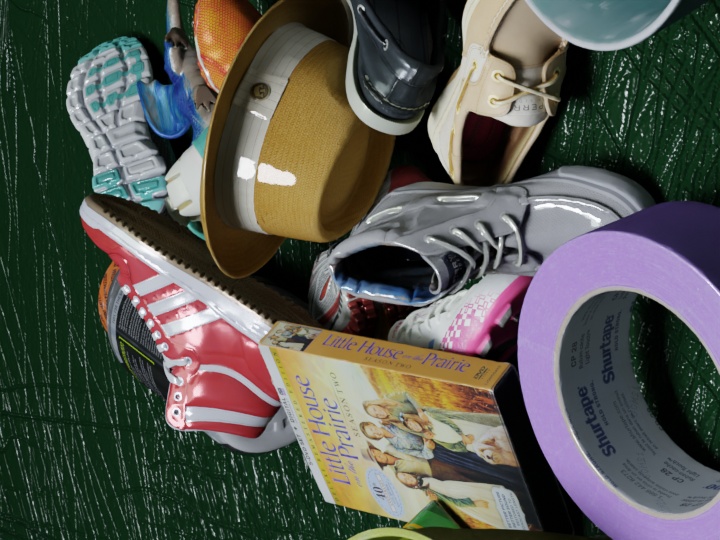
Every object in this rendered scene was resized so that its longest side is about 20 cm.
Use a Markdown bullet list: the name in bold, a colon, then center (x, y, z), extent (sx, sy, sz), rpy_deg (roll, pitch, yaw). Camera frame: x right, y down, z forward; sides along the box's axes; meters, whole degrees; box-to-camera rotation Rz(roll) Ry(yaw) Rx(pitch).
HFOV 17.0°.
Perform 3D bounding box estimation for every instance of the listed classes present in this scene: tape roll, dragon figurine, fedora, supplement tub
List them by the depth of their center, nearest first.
- **tape roll**: center (0.181, 0.065, 1.367), extent (0.200, 0.065, 0.201), rpy_deg (25, 125, 43)
- **fedora**: center (-0.030, -0.083, 1.570), extent (0.082, 0.201, 0.201), rpy_deg (18, 119, 21)
- **supplement tub**: center (-0.113, 0.049, 1.830), extent (0.200, 0.122, 0.123), rpy_deg (31, 125, 51)
- **dragon figurine**: center (-0.134, -0.138, 1.869), extent (0.201, 0.059, 0.099), rpy_deg (65, 146, 21)

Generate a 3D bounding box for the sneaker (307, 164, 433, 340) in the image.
- **sneaker**: center (0.000, 0.000, 1.671), extent (0.082, 0.078, 0.200), rpy_deg (59, 143, 33)

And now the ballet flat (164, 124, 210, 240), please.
- **ballet flat**: center (-0.102, -0.057, 1.693), extent (0.068, 0.070, 0.200), rpy_deg (61, 171, 8)

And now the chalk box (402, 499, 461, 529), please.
- **chalk box**: center (0.057, 0.279, 1.584), extent (0.200, 0.124, 0.125), rpy_deg (47, 143, 6)

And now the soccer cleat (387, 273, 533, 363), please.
- **soccer cleat**: center (0.056, 0.048, 1.589), extent (0.086, 0.070, 0.200), rpy_deg (47, 140, 20)

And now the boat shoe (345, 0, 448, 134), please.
- **boat shoe**: center (0.024, -0.183, 1.547), extent (0.066, 0.074, 0.200), rpy_deg (127, 154, -46)

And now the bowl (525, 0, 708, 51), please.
- **bowl**: center (0.163, -0.224, 1.305), extent (0.201, 0.105, 0.202), rpy_deg (23, 117, 55)

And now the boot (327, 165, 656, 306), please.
- **boot**: center (0.077, -0.011, 1.463), extent (0.199, 0.096, 0.074), rpy_deg (-4, 115, 37)

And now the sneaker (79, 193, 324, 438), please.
- **sneaker**: center (-0.130, 0.038, 1.683), extent (0.200, 0.071, 0.113), rpy_deg (35, 111, 11)

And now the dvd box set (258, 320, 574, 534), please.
- **dvd box set**: center (0.035, 0.109, 1.584), extent (0.199, 0.029, 0.147), rpy_deg (10, 133, 39)

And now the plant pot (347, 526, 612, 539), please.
- **plant pot**: center (0.099, 0.237, 1.447), extent (0.200, 0.192, 0.201), rpy_deg (10, 104, 47)

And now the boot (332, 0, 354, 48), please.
- **boot**: center (-0.030, -0.237, 1.668), extent (0.097, 0.075, 0.201), rpy_deg (-32, 82, 48)

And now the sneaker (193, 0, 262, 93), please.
- **sneaker**: center (-0.055, -0.125, 1.739), extent (0.200, 0.073, 0.077), rpy_deg (59, 146, 12)

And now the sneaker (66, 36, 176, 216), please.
- **sneaker**: center (-0.185, -0.098, 1.955), extent (0.091, 0.077, 0.201), rpy_deg (61, -165, -54)

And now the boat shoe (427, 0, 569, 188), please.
- **boat shoe**: center (0.095, -0.115, 1.476), extent (0.200, 0.073, 0.069), rpy_deg (108, 153, -53)
